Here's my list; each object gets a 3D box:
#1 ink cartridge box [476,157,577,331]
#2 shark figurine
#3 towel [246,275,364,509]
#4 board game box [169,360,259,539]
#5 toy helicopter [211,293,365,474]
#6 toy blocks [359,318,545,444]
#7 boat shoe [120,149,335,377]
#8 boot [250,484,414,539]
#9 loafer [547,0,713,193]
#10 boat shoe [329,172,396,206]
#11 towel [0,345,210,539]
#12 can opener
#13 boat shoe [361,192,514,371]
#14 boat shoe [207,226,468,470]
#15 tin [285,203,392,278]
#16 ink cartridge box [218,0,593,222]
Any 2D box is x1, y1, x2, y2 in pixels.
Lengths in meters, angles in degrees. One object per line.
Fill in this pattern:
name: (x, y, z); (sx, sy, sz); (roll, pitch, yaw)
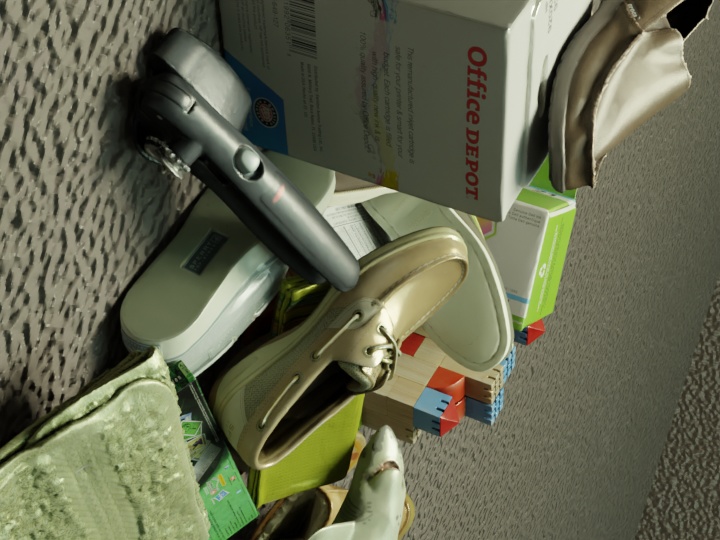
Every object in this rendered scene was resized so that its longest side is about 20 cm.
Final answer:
ink cartridge box: (0.102, -0.073, 1.369); (0.076, 0.146, 0.202); (-22, 126, -61)
shark figurine: (-0.044, 0.219, 1.190); (0.214, 0.089, 0.129); (-36, 113, -21)
towel: (-0.028, 0.080, 1.135); (0.085, 0.018, 0.202); (-11, 132, -27)
board game box: (-0.130, 0.141, 1.073); (0.104, 0.023, 0.201); (-37, 149, -14)
toy helicopter: (-0.052, 0.115, 1.226); (0.132, 0.079, 0.200); (-48, 146, -5)
toy blocks: (0.072, 0.081, 1.436); (0.201, 0.135, 0.101); (-54, 153, -38)
boat shoe: (-0.085, -0.002, 1.075); (0.201, 0.070, 0.072); (-49, 155, -34)
boot: (-0.045, 0.241, 1.347); (0.176, 0.066, 0.200); (-58, 160, 7)
loafer: (0.172, -0.130, 1.042); (0.073, 0.070, 0.201); (77, 35, -56)
boat shoe: (0.036, -0.098, 1.183); (0.198, 0.072, 0.060); (-13, 145, -29)
towel: (-0.159, 0.141, 0.973); (0.148, 0.036, 0.201); (-34, 147, -21)
can opener: (-0.063, -0.053, 0.991); (0.079, 0.063, 0.200); (-49, 122, -12)
boat shoe: (0.061, -0.015, 1.226); (0.072, 0.203, 0.060); (-38, 158, 21)
boat shoe: (-0.003, 0.051, 1.064); (0.199, 0.065, 0.072); (-36, 141, -6)
tin: (0.000, 0.000, 1.215); (0.113, 0.042, 0.200); (63, 18, 3)
ink cartridge box: (0.032, -0.152, 1.045); (0.145, 0.198, 0.148); (-53, 153, -40)
